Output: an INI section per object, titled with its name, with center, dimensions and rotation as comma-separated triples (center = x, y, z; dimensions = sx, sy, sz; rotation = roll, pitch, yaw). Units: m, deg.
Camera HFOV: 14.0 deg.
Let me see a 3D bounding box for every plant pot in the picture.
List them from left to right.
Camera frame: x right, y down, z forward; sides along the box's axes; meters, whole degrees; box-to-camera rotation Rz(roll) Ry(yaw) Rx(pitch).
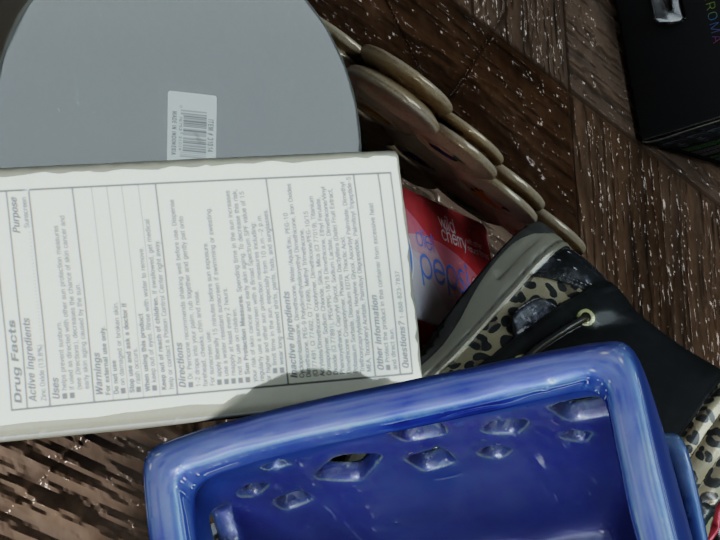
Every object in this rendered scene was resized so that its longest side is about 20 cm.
[plant pot]
center = 0.048, 0.153, 1.137
dimensions = 0.180, 0.199, 0.201
rotation = 34, 44, -70

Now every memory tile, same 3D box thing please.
[memory tile]
center = 0.020, -0.069, 1.396
dimensions = 0.017, 0.153, 0.200
rotation = -54, 142, -6

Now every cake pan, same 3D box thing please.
[cake pan]
center = -0.081, -0.053, 1.218
dimensions = 0.199, 0.037, 0.202
rotation = 4, 83, -31

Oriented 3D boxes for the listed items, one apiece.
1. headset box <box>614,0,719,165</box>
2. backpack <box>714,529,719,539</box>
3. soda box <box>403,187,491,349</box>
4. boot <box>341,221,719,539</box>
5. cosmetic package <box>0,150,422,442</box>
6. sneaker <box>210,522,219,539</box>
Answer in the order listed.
[headset box]
center = 0.239, -0.162, 1.864
dimensions = 0.200, 0.092, 0.175
rotation = 9, 68, -58
[backpack]
center = 0.151, 0.128, 1.485
dimensions = 0.200, 0.176, 0.152
rotation = -36, 110, -70
[soda box]
center = 0.000, 0.000, 1.379
dimensions = 0.200, 0.063, 0.071
rotation = 19, 59, -63
[boot]
center = 0.082, 0.096, 1.336
dimensions = 0.204, 0.153, 0.074
rotation = -54, 165, -12
[cosmetic package]
center = -0.084, 0.011, 1.136
dimensions = 0.199, 0.087, 0.104
rotation = -2, 86, -32
[sneaker]
center = -0.075, 0.178, 1.175
dimensions = 0.116, 0.075, 0.200
rotation = 69, 24, -7
